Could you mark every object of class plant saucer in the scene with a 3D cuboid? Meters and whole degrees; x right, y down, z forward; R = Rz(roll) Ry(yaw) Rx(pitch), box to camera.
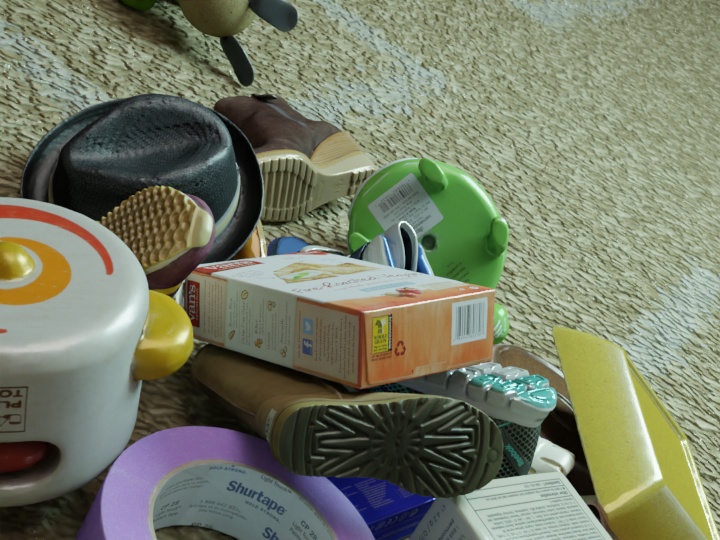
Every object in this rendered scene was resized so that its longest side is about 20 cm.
[{"bbox_3d":[0.165,0.130,1.226,0.199,0.035,0.201,35,20,-15],"label":"plant saucer"},{"bbox_3d":[0.234,0.159,1.157,0.200,0.048,0.201,49,21,-38],"label":"plant saucer"}]

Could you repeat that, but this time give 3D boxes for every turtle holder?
[{"bbox_3d":[0.074,-0.022,1.311,0.184,0.142,0.132,24,4,-6],"label":"turtle holder"}]

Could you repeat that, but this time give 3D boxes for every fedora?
[{"bbox_3d":[-0.173,-0.082,1.148,0.198,0.092,0.202,5,62,-9],"label":"fedora"}]

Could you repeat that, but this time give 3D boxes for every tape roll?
[{"bbox_3d":[-0.084,0.195,0.922,0.199,0.066,0.201,22,30,-14],"label":"tape roll"}]

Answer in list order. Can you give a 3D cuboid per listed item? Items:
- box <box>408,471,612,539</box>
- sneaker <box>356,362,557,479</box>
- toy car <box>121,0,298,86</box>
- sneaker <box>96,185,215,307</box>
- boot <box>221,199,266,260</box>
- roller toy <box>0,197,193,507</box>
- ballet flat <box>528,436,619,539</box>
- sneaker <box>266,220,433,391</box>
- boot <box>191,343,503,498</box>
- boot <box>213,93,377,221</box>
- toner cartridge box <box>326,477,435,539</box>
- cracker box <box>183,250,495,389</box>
[{"bbox_3d":[0.127,0.250,0.979,0.127,0.109,0.201,1,41,-41],"label":"box"},{"bbox_3d":[0.049,0.106,1.071,0.199,0.092,0.077,17,16,37],"label":"sneaker"},{"bbox_3d":[-0.142,-0.304,1.531,0.157,0.165,0.201,-14,61,-50],"label":"toy car"},{"bbox_3d":[-0.149,0.002,1.028,0.090,0.199,0.076,31,58,-32],"label":"sneaker"},{"bbox_3d":[-0.170,-0.048,1.221,0.143,0.071,0.202,-5,51,-28],"label":"boot"},{"bbox_3d":[-0.226,0.044,0.908,0.199,0.141,0.182,29,37,23],"label":"roller toy"},{"bbox_3d":[0.150,0.174,1.098,0.201,0.072,0.072,53,33,3],"label":"ballet flat"},{"bbox_3d":[0.000,0.000,1.201,0.080,0.147,0.201,2,40,-39],"label":"sneaker"},{"bbox_3d":[-0.014,0.094,1.016,0.174,0.067,0.200,12,5,-22],"label":"boot"},{"bbox_3d":[-0.097,-0.118,1.396,0.199,0.073,0.166,-8,35,-45],"label":"boot"},{"bbox_3d":[0.021,0.154,1.096,0.199,0.043,0.095,-9,47,-48],"label":"toner cartridge box"},{"bbox_3d":[-0.019,0.030,1.041,0.133,0.058,0.199,-8,14,-43],"label":"cracker box"}]
